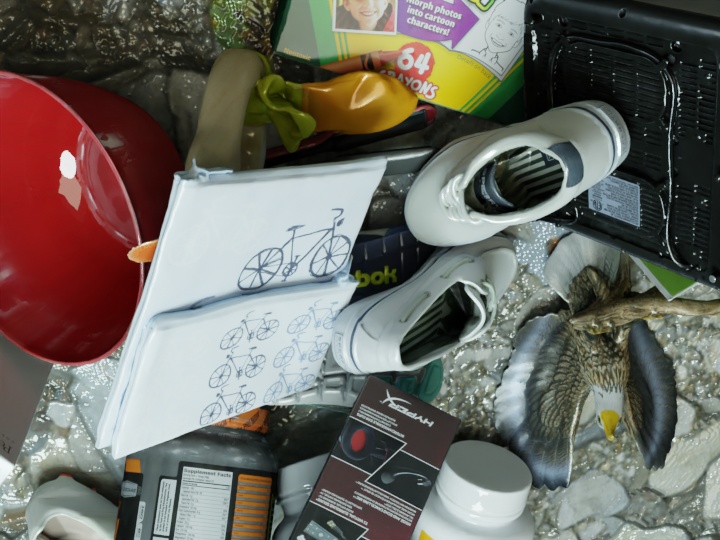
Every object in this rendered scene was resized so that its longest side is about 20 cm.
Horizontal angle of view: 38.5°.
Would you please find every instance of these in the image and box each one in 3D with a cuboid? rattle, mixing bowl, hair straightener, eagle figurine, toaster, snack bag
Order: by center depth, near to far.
[{"bbox_3d":[-0.066,0.017,0.652,0.188,0.021,0.201,-12,132,-49],"label":"snack bag"},{"bbox_3d":[-0.050,-0.053,0.658,0.142,0.201,0.131,20,122,-8],"label":"rattle"},{"bbox_3d":[0.199,-0.104,0.688,0.118,0.199,0.182,-29,126,-30],"label":"toaster"},{"bbox_3d":[-0.190,-0.049,0.708,0.198,0.108,0.202,14,119,28],"label":"mixing bowl"},{"bbox_3d":[-0.033,-0.066,0.764,0.198,0.041,0.078,-12,74,-3],"label":"hair straightener"},{"bbox_3d":[0.197,0.085,0.851,0.151,0.151,0.201,29,148,22],"label":"eagle figurine"}]

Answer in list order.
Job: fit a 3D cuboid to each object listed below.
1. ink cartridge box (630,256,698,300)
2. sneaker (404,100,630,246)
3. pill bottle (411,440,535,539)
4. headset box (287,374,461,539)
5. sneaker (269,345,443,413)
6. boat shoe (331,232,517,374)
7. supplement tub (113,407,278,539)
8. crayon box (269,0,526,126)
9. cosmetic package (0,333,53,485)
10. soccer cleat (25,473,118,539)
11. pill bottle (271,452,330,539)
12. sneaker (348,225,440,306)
[{"bbox_3d":[0.305,-0.037,0.784,0.199,0.148,0.076,-31,118,7],"label":"ink cartridge box"},{"bbox_3d":[0.084,-0.059,0.689,0.070,0.199,0.074,-28,90,-38],"label":"sneaker"},{"bbox_3d":[0.086,0.254,0.898,0.108,0.109,0.202,8,112,-11],"label":"pill bottle"},{"bbox_3d":[-0.012,0.195,0.721,0.074,0.149,0.201,25,66,4],"label":"headset box"},{"bbox_3d":[-0.033,0.085,0.829,0.198,0.091,0.078,11,71,9],"label":"sneaker"},{"bbox_3d":[0.068,0.029,0.756,0.199,0.066,0.074,-33,120,-39],"label":"boat shoe"},{"bbox_3d":[-0.129,0.204,0.801,0.121,0.123,0.202,9,76,-12],"label":"supplement tub"},{"bbox_3d":[0.055,-0.211,0.721,0.198,0.058,0.174,14,111,-14],"label":"crayon box"},{"bbox_3d":[-0.286,0.079,0.720,0.113,0.200,0.081,37,104,-21],"label":"cosmetic package"},{"bbox_3d":[-0.186,0.235,0.868,0.198,0.078,0.070,23,108,-17],"label":"soccer cleat"},{"bbox_3d":[-0.010,0.253,0.843,0.108,0.109,0.202,-18,78,0],"label":"pill bottle"},{"bbox_3d":[0.000,0.000,0.803,0.198,0.082,0.075,0,96,-28],"label":"sneaker"}]
